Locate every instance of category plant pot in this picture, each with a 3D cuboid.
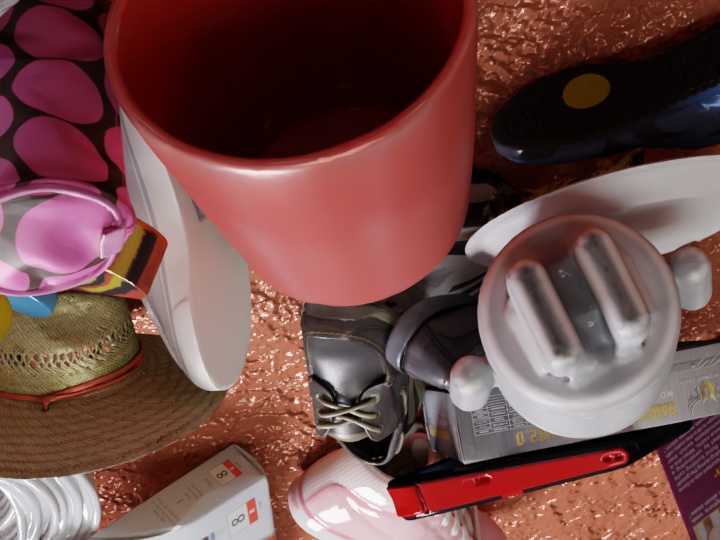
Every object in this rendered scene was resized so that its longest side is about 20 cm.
[{"bbox_3d":[-0.021,-0.084,0.933,0.200,0.201,0.178,-16,145,2],"label":"plant pot"}]

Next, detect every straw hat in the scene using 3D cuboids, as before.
[{"bbox_3d":[-0.185,0.045,1.040,0.200,0.201,0.085,-10,112,-4],"label":"straw hat"}]

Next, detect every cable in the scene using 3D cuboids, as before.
[{"bbox_3d":[-0.284,0.157,1.181,0.200,0.069,0.200,26,122,-34],"label":"cable"}]

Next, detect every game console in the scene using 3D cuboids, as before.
[{"bbox_3d":[0.125,0.129,1.169,0.176,0.031,0.200,-18,176,22],"label":"game console"}]

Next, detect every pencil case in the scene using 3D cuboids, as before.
[{"bbox_3d":[-0.164,-0.075,0.887,0.093,0.200,0.091,8,131,-19],"label":"pencil case"}]

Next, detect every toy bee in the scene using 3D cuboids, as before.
[{"bbox_3d":[-0.211,-0.017,0.954,0.200,0.131,0.109,-21,141,30],"label":"toy bee"}]

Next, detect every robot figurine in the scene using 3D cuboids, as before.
[{"bbox_3d":[0.127,0.036,0.987,0.169,0.113,0.200,-22,165,3],"label":"robot figurine"}]

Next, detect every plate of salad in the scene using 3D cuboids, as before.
[{"bbox_3d":[0.160,-0.042,1.040,0.199,0.048,0.200,-11,166,-3],"label":"plate of salad"}]

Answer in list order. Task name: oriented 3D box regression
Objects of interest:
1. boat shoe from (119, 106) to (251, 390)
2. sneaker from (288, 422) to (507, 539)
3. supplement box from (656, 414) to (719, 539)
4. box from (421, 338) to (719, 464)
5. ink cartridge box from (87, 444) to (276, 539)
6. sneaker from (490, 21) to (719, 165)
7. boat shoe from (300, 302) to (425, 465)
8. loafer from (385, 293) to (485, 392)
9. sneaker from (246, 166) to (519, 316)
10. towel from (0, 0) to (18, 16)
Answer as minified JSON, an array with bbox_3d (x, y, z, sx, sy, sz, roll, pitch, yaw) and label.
[{"bbox_3d":[-0.121,-0.023,1.000,0.068,0.072,0.201,-5,114,30],"label":"boat shoe"},{"bbox_3d":[0.054,0.178,1.280,0.200,0.076,0.105,24,130,-27],"label":"sneaker"},{"bbox_3d":[0.305,0.150,1.227,0.103,0.200,0.131,28,123,-34],"label":"supplement box"},{"bbox_3d":[0.150,0.088,1.168,0.199,0.049,0.158,-11,179,-7],"label":"box"},{"bbox_3d":[-0.150,0.239,1.247,0.200,0.050,0.163,-35,142,-27],"label":"ink cartridge box"},{"bbox_3d":[0.182,-0.094,1.052,0.199,0.066,0.079,-18,139,4],"label":"sneaker"},{"bbox_3d":[0.004,0.079,1.128,0.074,0.074,0.200,3,157,16],"label":"boat shoe"},{"bbox_3d":[0.103,0.046,1.116,0.200,0.063,0.072,-11,130,-44],"label":"loafer"},{"bbox_3d":[0.000,0.000,1.091,0.200,0.076,0.116,-4,133,-14],"label":"sneaker"},{"bbox_3d":[-0.258,-0.089,0.853,0.024,0.147,0.200,57,148,-9],"label":"towel"}]
